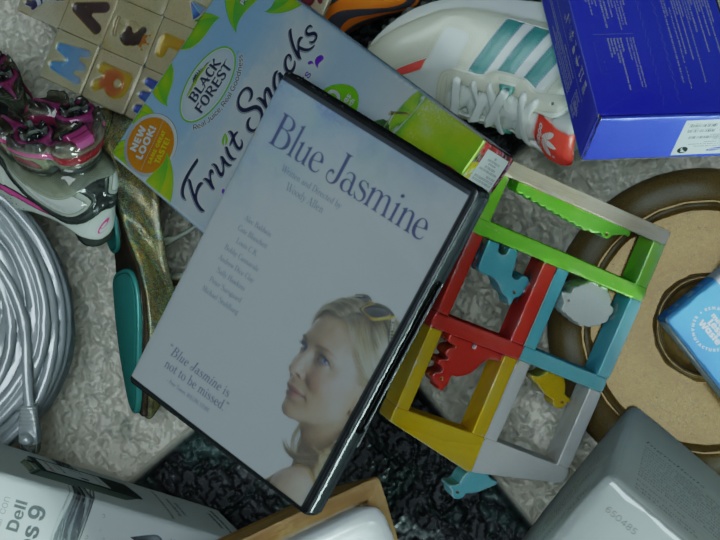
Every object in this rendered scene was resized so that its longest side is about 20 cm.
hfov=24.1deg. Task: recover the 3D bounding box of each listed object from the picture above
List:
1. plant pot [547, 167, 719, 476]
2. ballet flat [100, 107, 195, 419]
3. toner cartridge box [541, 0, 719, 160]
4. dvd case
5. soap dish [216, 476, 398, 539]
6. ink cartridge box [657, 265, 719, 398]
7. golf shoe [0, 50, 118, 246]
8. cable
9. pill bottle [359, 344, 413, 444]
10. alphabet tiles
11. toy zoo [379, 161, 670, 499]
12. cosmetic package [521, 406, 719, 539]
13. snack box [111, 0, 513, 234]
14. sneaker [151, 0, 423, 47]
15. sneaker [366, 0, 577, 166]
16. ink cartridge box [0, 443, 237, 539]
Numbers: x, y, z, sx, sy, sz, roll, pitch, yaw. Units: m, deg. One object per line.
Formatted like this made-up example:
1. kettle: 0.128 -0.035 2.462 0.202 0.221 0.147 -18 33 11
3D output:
1. plant pot: 0.217 0.035 1.061 0.198 0.027 0.202 0 88 6
2. ballet flat: -0.133 -0.008 1.088 0.070 0.071 0.202 -11 89 6
3. toner cartridge box: 0.160 -0.160 1.007 0.094 0.043 0.202 -1 58 -11
4. dvd case: -0.032 0.011 0.924 0.142 0.018 0.201 33 101 27
5. soap dish: -0.038 0.238 1.016 0.156 0.081 0.202 -23 109 -19
6. ink cartridge box: 0.291 0.010 1.006 0.200 0.068 0.116 -40 85 4
7. golf shoe: -0.224 -0.078 1.068 0.072 0.093 0.199 -30 41 -28
8. cable: -0.282 0.032 1.099 0.198 0.069 0.202 11 89 7
9. pill bottle: 0.000 0.000 1.043 0.115 0.116 0.201 27 92 6
10. alphabet tiles: -0.116 -0.174 1.053 0.199 0.006 0.168 25 93 17
11. toy zoo: 0.095 0.045 1.021 0.130 0.020 0.202 22 95 -24
12. cosmetic package: 0.162 0.207 0.965 0.165 0.200 0.165 39 104 7
13. snack box: -0.031 -0.065 0.975 0.200 0.053 0.143 39 98 25
14. sneaker: -0.051 -0.137 1.079 0.198 0.078 0.113 -4 92 17
15. sneaker: 0.099 -0.112 1.034 0.197 0.071 0.094 -1 55 -1
16. ink cartridge box: -0.189 0.198 1.034 0.198 0.084 0.147 20 92 -24
